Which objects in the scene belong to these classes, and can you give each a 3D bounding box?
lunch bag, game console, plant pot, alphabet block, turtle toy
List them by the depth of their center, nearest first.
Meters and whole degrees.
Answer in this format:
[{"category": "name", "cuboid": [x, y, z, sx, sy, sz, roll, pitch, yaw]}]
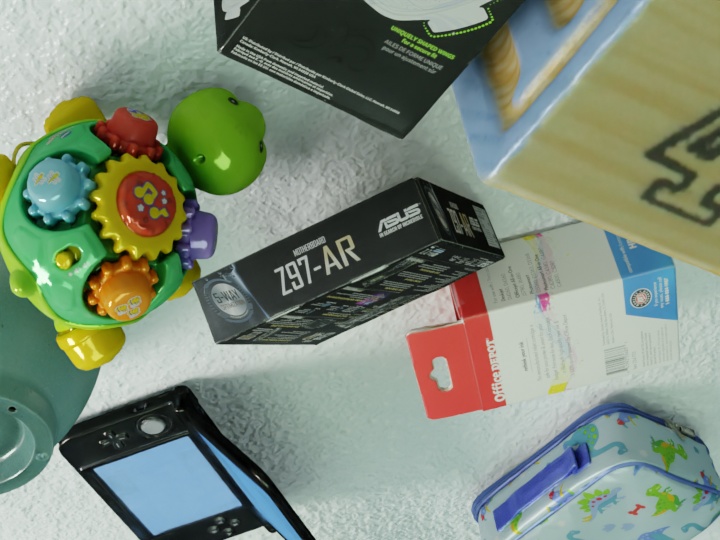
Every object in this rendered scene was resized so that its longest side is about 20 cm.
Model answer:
[{"category": "alphabet block", "cuboid": [0.180, -0.143, 0.842, 0.199, 0.196, 0.197, 18, 132, -29]}, {"category": "turtle toy", "cuboid": [-0.138, -0.043, 0.911, 0.101, 0.200, 0.146, -17, 111, 49]}, {"category": "plant pot", "cuboid": [-0.269, 0.070, 1.016, 0.198, 0.135, 0.201, -6, 138, -5]}, {"category": "game console", "cuboid": [-0.124, 0.197, 1.197, 0.175, 0.117, 0.201, -19, 137, 8]}, {"category": "lunch bag", "cuboid": [0.206, 0.204, 1.302, 0.160, 0.083, 0.200, 22, 128, -33]}]

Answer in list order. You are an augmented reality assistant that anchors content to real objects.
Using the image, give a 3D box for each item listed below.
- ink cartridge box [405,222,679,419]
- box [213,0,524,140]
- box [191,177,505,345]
[{"category": "ink cartridge box", "cuboid": [0.133, 0.035, 1.114, 0.198, 0.068, 0.117, -14, 137, 2]}, {"category": "box", "cuboid": [0.023, -0.202, 0.775, 0.124, 0.149, 0.200, 22, 129, -30]}, {"category": "box", "cuboid": [0.000, 0.000, 0.989, 0.159, 0.044, 0.200, -25, 171, 15]}]
